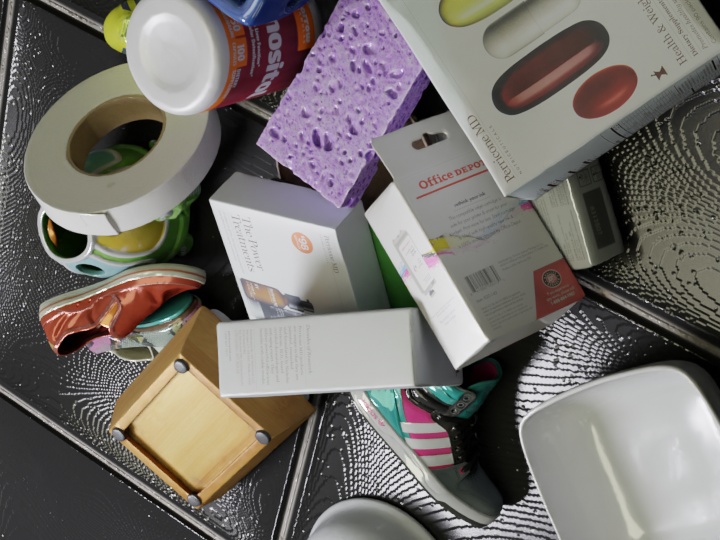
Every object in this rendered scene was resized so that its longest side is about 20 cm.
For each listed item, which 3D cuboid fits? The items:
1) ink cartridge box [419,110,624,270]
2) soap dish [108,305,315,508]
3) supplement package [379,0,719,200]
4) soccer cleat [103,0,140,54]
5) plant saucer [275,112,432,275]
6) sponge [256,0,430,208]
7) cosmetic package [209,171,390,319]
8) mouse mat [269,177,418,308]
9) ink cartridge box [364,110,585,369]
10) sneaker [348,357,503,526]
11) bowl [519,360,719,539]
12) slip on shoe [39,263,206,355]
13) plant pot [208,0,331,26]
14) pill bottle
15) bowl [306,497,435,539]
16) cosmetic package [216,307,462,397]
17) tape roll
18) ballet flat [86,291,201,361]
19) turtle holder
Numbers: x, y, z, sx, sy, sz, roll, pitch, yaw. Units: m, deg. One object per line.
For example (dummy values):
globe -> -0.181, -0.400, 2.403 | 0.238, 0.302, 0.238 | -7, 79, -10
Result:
ink cartridge box -> 0.133, -0.077, 1.428 | 0.200, 0.057, 0.163 | -7, 102, 59
soap dish -> -0.162, 0.149, 1.666 | 0.157, 0.081, 0.200 | 42, 130, -3
supplement package -> 0.156, -0.188, 1.251 | 0.200, 0.147, 0.192 | -35, 83, 13
soccer cleat -> -0.200, -0.232, 1.580 | 0.200, 0.084, 0.065 | 17, 118, 42
plant saucer -> 0.004, -0.094, 1.501 | 0.200, 0.034, 0.201 | 22, 125, 35
sponge -> -0.001, -0.167, 1.423 | 0.111, 0.030, 0.200 | 39, 108, 26
cosmetic package -> -0.050, 0.010, 1.534 | 0.150, 0.052, 0.200 | 12, 136, 32
mouse mat -> 0.000, 0.000, 1.523 | 0.200, 0.008, 0.161 | 24, 142, 26
ink cartridge box -> 0.087, -0.031, 1.373 | 0.200, 0.116, 0.068 | 61, 147, 12
sneaker -> 0.095, 0.139, 1.500 | 0.121, 0.084, 0.200 | -38, 102, 24
bowl -> 0.257, 0.177, 1.392 | 0.200, 0.075, 0.200 | -23, 91, 40
slip on shoe -> -0.244, 0.039, 1.660 | 0.199, 0.074, 0.061 | -19, 73, 21
plant pot -> -0.077, -0.347, 1.381 | 0.200, 0.180, 0.200 | 40, 116, 18
pill bottle -> -0.107, -0.212, 1.448 | 0.113, 0.200, 0.113 | 13, 113, 33
bowl -> -0.001, 0.342, 1.633 | 0.201, 0.090, 0.202 | 13, 113, 34
cosmetic package -> -0.019, 0.074, 1.437 | 0.199, 0.101, 0.072 | -5, 86, 27
tape roll -> -0.236, -0.123, 1.588 | 0.202, 0.203, 0.037 | 18, 152, 31
ballet flat -> -0.230, 0.065, 1.732 | 0.200, 0.069, 0.071 | -6, 120, 42
turtle holder -> -0.246, -0.052, 1.652 | 0.185, 0.132, 0.141 | 20, 116, 31
